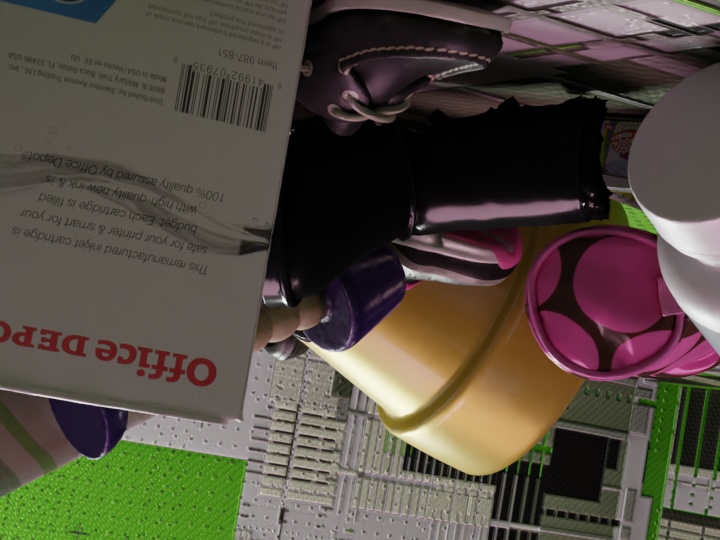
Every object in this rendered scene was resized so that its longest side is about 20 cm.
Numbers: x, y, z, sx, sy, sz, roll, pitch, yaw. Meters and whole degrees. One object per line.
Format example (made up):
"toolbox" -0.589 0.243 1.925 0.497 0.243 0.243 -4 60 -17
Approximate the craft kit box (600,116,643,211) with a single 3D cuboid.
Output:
"craft kit box" 0.254 -0.042 1.098 0.197 0.049 0.200 9 176 39

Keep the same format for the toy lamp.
"toy lamp" -0.060 0.034 0.982 0.199 0.059 0.058 -23 -164 -34

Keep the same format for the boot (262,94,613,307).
"boot" 0.040 -0.038 0.970 0.162 0.074 0.198 -1 -162 10

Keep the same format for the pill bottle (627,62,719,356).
"pill bottle" 0.208 -0.004 0.922 0.119 0.120 0.200 6 150 42

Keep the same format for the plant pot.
"plant pot" 0.036 -0.001 1.229 0.188 0.202 0.201 28 170 -18

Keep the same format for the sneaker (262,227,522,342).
"sneaker" 0.000 0.000 1.097 0.199 0.088 0.074 4 -161 27

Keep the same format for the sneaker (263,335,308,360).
"sneaker" -0.104 -0.028 1.273 0.104 0.201 0.060 -18 -175 -35

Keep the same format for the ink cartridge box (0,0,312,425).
"ink cartridge box" -0.114 -0.044 0.853 0.144 0.201 0.084 12 175 -24

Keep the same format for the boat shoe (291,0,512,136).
"boat shoe" -0.007 -0.092 0.907 0.074 0.061 0.200 11 176 -40

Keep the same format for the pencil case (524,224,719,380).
"pencil case" 0.156 0.017 1.052 0.093 0.091 0.200 5 -179 21

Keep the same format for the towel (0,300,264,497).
"towel" -0.159 0.038 1.064 0.199 0.023 0.152 -27 -134 -24
